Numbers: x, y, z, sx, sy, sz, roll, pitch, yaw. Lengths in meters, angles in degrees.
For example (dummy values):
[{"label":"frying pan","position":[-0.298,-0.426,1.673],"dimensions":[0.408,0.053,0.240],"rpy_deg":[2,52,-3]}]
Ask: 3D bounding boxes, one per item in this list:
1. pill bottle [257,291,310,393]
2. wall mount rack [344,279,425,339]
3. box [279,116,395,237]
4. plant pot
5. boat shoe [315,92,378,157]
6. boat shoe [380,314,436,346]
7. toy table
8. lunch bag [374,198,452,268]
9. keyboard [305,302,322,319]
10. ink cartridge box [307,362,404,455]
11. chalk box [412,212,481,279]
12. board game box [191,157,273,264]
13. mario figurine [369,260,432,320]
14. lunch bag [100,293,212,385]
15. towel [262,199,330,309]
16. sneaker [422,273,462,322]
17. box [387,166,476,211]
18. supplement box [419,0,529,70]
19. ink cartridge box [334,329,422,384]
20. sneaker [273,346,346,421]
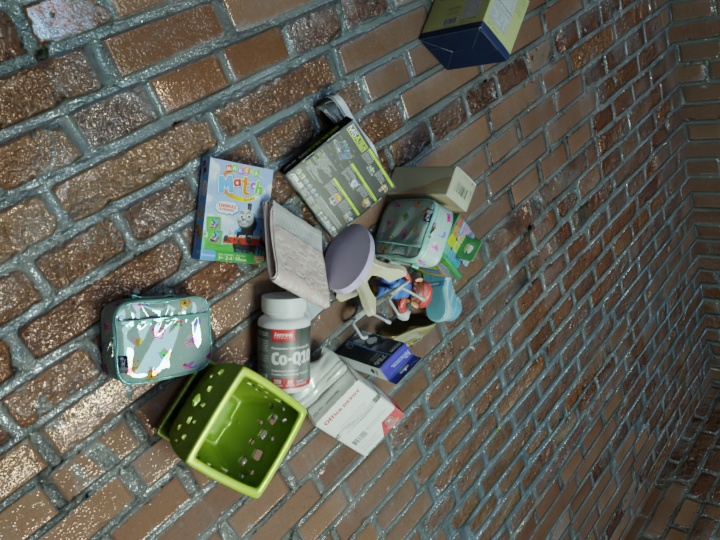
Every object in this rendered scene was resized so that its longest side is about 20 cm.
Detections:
[{"label":"pill bottle","position":[-0.163,0.151,1.351],"dimensions":[0.114,0.114,0.200],"rpy_deg":[-6,100,-42]},{"label":"wall mount rack","position":[0.066,0.094,1.521],"dimensions":[0.075,0.200,0.174],"rpy_deg":[56,26,2]},{"label":"box","position":[-0.047,-0.205,1.410],"dimensions":[0.193,0.048,0.200],"rpy_deg":[-42,124,-6]},{"label":"plant pot","position":[-0.261,0.295,1.235],"dimensions":[0.199,0.181,0.200],"rpy_deg":[45,65,-38]},{"label":"boat shoe","position":[-0.032,-0.302,1.438],"dimensions":[0.068,0.074,0.199],"rpy_deg":[-46,122,-22]},{"label":"boat shoe","position":[0.121,0.167,1.657],"dimensions":[0.200,0.074,0.066],"rpy_deg":[-12,120,-43]},{"label":"toy table","position":[0.000,0.000,1.451],"dimensions":[0.117,0.184,0.200],"rpy_deg":[49,40,-36]},{"label":"lunch bag","position":[0.122,-0.088,1.514],"dimensions":[0.077,0.200,0.161],"rpy_deg":[27,80,-34]},{"label":"keyboard","position":[-0.140,0.025,1.428],"dimensions":[0.056,0.011,0.200],"rpy_deg":[-46,125,-34]},{"label":"ink cartridge box","position":[-0.015,0.332,1.507],"dimensions":[0.147,0.083,0.200],"rpy_deg":[-46,128,1]},{"label":"chalk box","position":[0.211,-0.066,1.610],"dimensions":[0.124,0.200,0.125],"rpy_deg":[46,65,-37]},{"label":"board game box","position":[-0.256,-0.117,1.279],"dimensions":[0.151,0.037,0.200],"rpy_deg":[4,92,-43]},{"label":"mario figurine","position":[0.094,0.051,1.623],"dimensions":[0.200,0.106,0.123],"rpy_deg":[16,121,-33]},{"label":"lunch bag","position":[-0.377,0.120,1.172],"dimensions":[0.200,0.077,0.161],"rpy_deg":[-5,100,-42]},{"label":"towel","position":[-0.131,-0.032,1.327],"dimensions":[0.200,0.032,0.191],"rpy_deg":[34,42,-54]},{"label":"sneaker","position":[0.230,0.048,1.740],"dimensions":[0.131,0.079,0.200],"rpy_deg":[20,73,-57]},{"label":"box","position":[0.170,-0.201,1.552],"dimensions":[0.095,0.200,0.078],"rpy_deg":[31,75,-41]},{"label":"supplement box","position":[0.290,-0.641,1.601],"dimensions":[0.134,0.200,0.200],"rpy_deg":[31,75,-42]},{"label":"ink cartridge box","position":[0.038,0.199,1.487],"dimensions":[0.099,0.200,0.039],"rpy_deg":[-41,125,-33]},{"label":"sneaker","position":[-0.130,0.257,1.435],"dimensions":[0.200,0.088,0.075],"rpy_deg":[-41,166,-8]}]
